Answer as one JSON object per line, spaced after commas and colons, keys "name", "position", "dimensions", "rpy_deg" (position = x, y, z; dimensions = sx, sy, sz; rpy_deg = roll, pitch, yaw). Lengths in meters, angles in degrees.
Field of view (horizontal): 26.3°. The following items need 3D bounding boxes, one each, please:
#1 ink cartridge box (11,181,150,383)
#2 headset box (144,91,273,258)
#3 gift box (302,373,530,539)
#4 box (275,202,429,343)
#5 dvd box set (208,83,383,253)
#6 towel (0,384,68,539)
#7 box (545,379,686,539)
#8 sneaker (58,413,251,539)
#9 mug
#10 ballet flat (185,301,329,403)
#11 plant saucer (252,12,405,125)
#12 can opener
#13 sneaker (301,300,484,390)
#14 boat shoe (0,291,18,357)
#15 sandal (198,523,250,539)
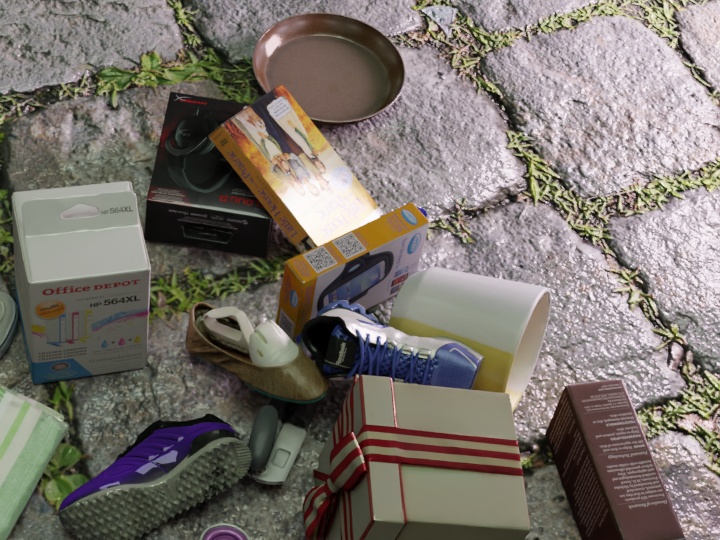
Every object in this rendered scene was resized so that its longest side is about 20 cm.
{"name": "ink cartridge box", "position": [-0.296, 0.005, 1.628], "dimensions": [0.128, 0.200, 0.125], "rpy_deg": [-8, 53, -16]}
{"name": "headset box", "position": [-0.170, -0.107, 1.822], "dimensions": [0.148, 0.077, 0.200], "rpy_deg": [9, 49, -3]}
{"name": "gift box", "position": [0.044, 0.213, 1.543], "dimensions": [0.186, 0.185, 0.200], "rpy_deg": [6, 47, -17]}
{"name": "box", "position": [0.000, 0.000, 1.738], "dimensions": [0.200, 0.119, 0.042], "rpy_deg": [-24, 59, -26]}
{"name": "dvd box set", "position": [-0.072, -0.110, 1.791], "dimensions": [0.200, 0.029, 0.146], "rpy_deg": [52, 38, -4]}
{"name": "towel", "position": [-0.413, 0.168, 1.548], "dimensions": [0.200, 0.023, 0.153], "rpy_deg": [30, 63, -7]}
{"name": "box", "position": [0.264, 0.224, 1.617], "dimensions": [0.075, 0.100, 0.200], "rpy_deg": [-4, 53, -13]}
{"name": "sneaker", "position": [-0.217, 0.205, 1.575], "dimensions": [0.200, 0.070, 0.100], "rpy_deg": [-21, 37, -13]}
{"name": "mug", "position": [0.107, 0.078, 1.684], "dimensions": [0.153, 0.150, 0.187], "rpy_deg": [19, 44, 16]}
{"name": "ballet flat", "position": [-0.116, 0.079, 1.639], "dimensions": [0.068, 0.073, 0.200], "rpy_deg": [-31, 38, -34]}
{"name": "plant saucer", "position": [-0.042, -0.255, 1.993], "dimensions": [0.199, 0.032, 0.201], "rpy_deg": [5, 50, -6]}
{"name": "can opener", "position": [-0.072, 0.140, 1.646], "dimensions": [0.053, 0.067, 0.200], "rpy_deg": [21, 51, 6]}
{"name": "sneaker", "position": [0.018, 0.095, 1.608], "dimensions": [0.199, 0.081, 0.115], "rpy_deg": [21, 13, 21]}
{"name": "boat shoe", "position": [-0.437, 0.082, 1.626], "dimensions": [0.071, 0.070, 0.200], "rpy_deg": [33, 54, 16]}
{"name": "sandal", "position": [-0.129, 0.332, 1.492], "dimensions": [0.082, 0.050, 0.203], "rpy_deg": [-5, 53, -14]}
